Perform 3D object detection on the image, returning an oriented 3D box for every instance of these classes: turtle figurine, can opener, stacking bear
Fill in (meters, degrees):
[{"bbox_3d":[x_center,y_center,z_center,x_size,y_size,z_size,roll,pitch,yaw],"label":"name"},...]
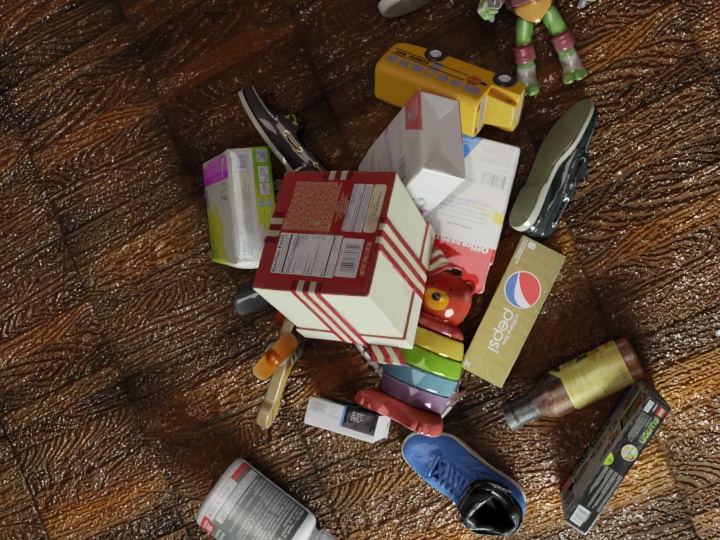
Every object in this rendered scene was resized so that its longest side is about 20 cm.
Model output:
[{"bbox_3d":[0.230,-0.328,0.965,0.142,0.199,0.198,-28,114,-18],"label":"turtle figurine"},{"bbox_3d":[-0.100,-0.003,1.104,0.196,0.053,0.068,-22,104,3],"label":"can opener"},{"bbox_3d":[0.089,0.100,1.002,0.119,0.113,0.204,19,89,26],"label":"stacking bear"}]

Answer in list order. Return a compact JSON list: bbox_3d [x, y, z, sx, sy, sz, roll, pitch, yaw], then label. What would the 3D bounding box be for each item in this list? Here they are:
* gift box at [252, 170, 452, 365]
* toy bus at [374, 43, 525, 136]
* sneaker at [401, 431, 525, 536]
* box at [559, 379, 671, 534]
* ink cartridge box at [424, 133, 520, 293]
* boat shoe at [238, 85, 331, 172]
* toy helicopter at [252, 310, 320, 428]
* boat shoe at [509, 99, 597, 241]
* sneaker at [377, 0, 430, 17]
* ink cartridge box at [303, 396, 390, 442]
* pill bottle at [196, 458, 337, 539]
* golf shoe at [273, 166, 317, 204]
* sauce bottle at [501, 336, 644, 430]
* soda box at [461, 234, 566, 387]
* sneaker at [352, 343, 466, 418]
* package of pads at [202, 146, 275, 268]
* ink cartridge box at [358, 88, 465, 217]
[{"bbox_3d":[0.000,0.000,0.941,0.196,0.187,0.188,9,70,26],"label":"gift box"},{"bbox_3d":[0.121,-0.243,1.024,0.197,0.078,0.066,27,143,21],"label":"toy bus"},{"bbox_3d":[0.143,0.300,1.065,0.197,0.111,0.078,32,100,8],"label":"sneaker"},{"bbox_3d":[0.339,0.245,1.019,0.034,0.110,0.203,31,101,7],"label":"box"},{"bbox_3d":[0.145,-0.083,1.056,0.113,0.067,0.205,15,98,11],"label":"ink cartridge box"},{"bbox_3d":[-0.102,-0.189,1.102,0.060,0.072,0.203,-35,94,8],"label":"boat shoe"},{"bbox_3d":[-0.112,0.137,1.096,0.077,0.132,0.204,20,99,9],"label":"toy helicopter"},{"bbox_3d":[0.276,-0.131,1.024,0.065,0.074,0.203,31,81,-22],"label":"boat shoe"},{"bbox_3d":[0.091,-0.446,1.041,0.197,0.073,0.114,-31,85,4],"label":"sneaker"},{"bbox_3d":[-0.012,0.206,1.054,0.097,0.200,0.040,13,81,9],"label":"ink cartridge box"},{"bbox_3d":[-0.138,0.388,1.131,0.198,0.114,0.115,35,101,8],"label":"pill bottle"},{"bbox_3d":[-0.109,-0.093,1.058,0.076,0.201,0.089,-30,75,-28],"label":"golf shoe"},{"bbox_3d":[0.290,0.161,1.046,0.197,0.066,0.067,-27,89,11],"label":"sauce bottle"},{"bbox_3d":[0.212,0.055,1.055,0.067,0.064,0.204,26,100,9],"label":"soda box"},{"bbox_3d":[0.077,0.122,1.093,0.115,0.076,0.201,-41,95,5],"label":"sneaker"},{"bbox_3d":[-0.172,-0.083,1.062,0.067,0.199,0.159,-7,94,-20],"label":"package of pads"},{"bbox_3d":[0.062,-0.134,1.020,0.066,0.200,0.119,9,66,-22],"label":"ink cartridge box"}]
